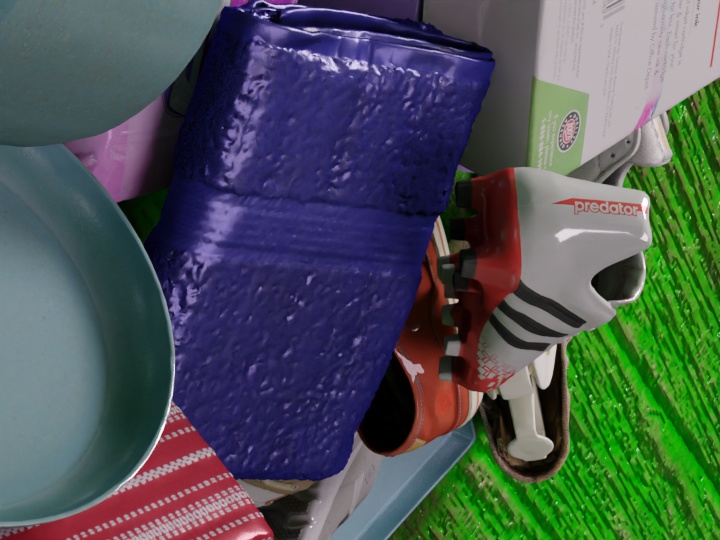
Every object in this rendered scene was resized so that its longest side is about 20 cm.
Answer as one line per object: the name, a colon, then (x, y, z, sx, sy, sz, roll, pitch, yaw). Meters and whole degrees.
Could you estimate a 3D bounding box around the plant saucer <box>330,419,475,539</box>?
plant saucer: (-0.009, 0.133, 1.407, 0.200, 0.019, 0.070, -47, 146, -26)

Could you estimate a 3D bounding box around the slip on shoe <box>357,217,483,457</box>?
slip on shoe: (0.000, 0.000, 1.224, 0.061, 0.074, 0.201, -41, 123, -35)

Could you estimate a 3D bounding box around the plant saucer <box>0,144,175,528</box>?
plant saucer: (-0.158, 0.009, 0.947, 0.200, 0.201, 0.027, -21, 161, -48)

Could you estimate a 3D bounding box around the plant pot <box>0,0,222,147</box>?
plant pot: (-0.145, -0.125, 0.852, 0.201, 0.199, 0.196, -65, 157, 4)

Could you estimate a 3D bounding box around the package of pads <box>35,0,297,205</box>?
package of pads: (-0.075, -0.134, 1.046, 0.120, 0.075, 0.201, -17, 127, -49)

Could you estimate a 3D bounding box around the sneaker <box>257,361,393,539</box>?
sneaker: (-0.030, 0.119, 1.307, 0.201, 0.074, 0.082, -56, 147, -13)

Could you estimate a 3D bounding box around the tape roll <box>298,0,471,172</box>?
tape roll: (0.055, -0.153, 1.218, 0.200, 0.085, 0.201, -37, 141, -37)

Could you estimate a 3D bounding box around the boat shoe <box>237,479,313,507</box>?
boat shoe: (-0.066, 0.048, 1.183, 0.200, 0.068, 0.075, 59, 27, -62)

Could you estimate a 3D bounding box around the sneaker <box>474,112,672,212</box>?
sneaker: (0.127, -0.099, 1.358, 0.076, 0.092, 0.201, -22, 131, -48)

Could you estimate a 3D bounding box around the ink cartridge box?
ink cartridge box: (0.114, -0.129, 1.176, 0.200, 0.067, 0.118, -31, 137, -40)

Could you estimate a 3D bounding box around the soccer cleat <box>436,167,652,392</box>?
soccer cleat: (0.077, 0.007, 1.139, 0.200, 0.084, 0.069, 95, -5, -71)

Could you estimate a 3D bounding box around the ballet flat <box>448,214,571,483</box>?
ballet flat: (0.086, 0.049, 1.415, 0.200, 0.068, 0.068, 69, 16, -53)

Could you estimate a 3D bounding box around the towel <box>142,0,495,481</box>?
towel: (-0.034, -0.011, 1.084, 0.147, 0.049, 0.201, 5, 110, -44)

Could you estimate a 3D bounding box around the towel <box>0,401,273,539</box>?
towel: (-0.138, 0.048, 0.982, 0.144, 0.200, 0.023, -20, 152, -50)
